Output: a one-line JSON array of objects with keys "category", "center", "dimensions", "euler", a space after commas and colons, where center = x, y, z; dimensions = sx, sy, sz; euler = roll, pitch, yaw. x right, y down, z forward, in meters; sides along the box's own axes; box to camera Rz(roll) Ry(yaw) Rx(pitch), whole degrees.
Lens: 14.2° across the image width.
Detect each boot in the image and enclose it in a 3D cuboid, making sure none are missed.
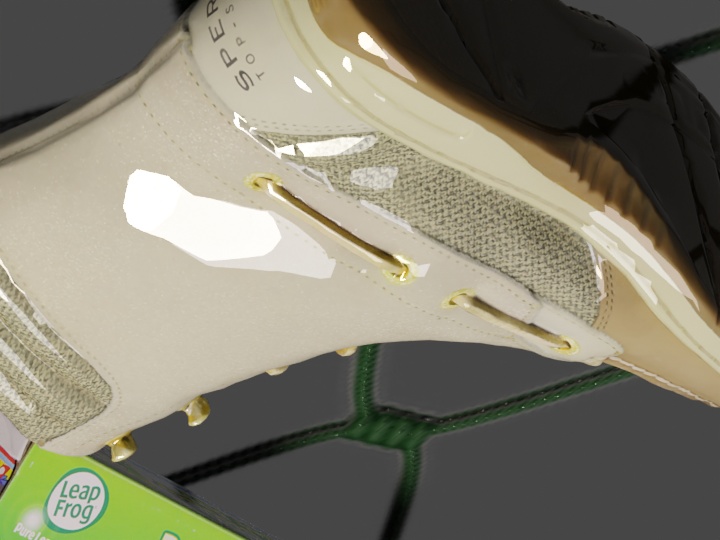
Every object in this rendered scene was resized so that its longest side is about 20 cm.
[{"category": "boot", "center": [0.000, 0.000, 0.672], "dimensions": [0.154, 0.072, 0.200], "euler": [-28, 141, 28]}]

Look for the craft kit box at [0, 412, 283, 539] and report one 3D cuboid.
[{"category": "craft kit box", "center": [-0.080, 0.156, 0.807], "dimensions": [0.200, 0.048, 0.198], "euler": [33, 90, -41]}]
